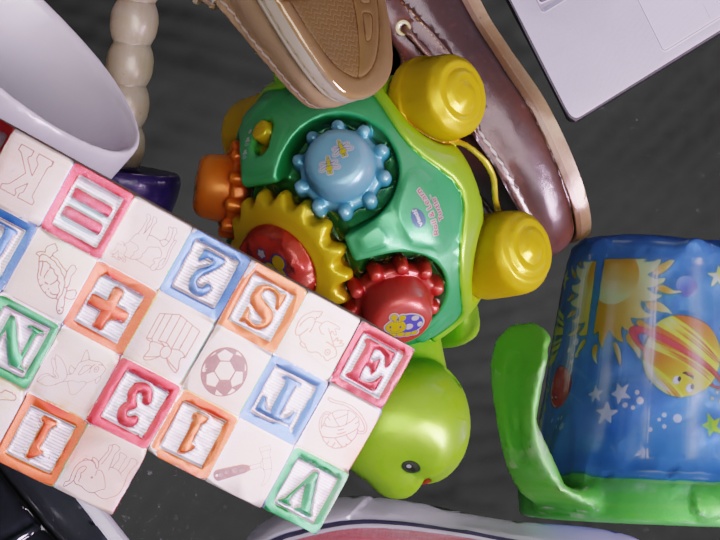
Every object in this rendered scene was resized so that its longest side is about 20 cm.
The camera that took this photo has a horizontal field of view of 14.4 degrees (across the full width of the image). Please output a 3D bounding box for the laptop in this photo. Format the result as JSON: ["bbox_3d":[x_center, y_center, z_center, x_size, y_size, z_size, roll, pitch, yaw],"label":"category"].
[{"bbox_3d":[0.145,-0.195,1.274,0.187,0.116,0.200,-31,104,-12],"label":"laptop"}]

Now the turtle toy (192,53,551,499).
[{"bbox_3d":[0.000,0.000,1.250,0.101,0.145,0.200,-36,108,-42],"label":"turtle toy"}]

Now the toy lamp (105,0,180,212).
[{"bbox_3d":[-0.100,-0.097,1.268,0.058,0.058,0.201,7,97,-14],"label":"toy lamp"}]

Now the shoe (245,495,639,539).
[{"bbox_3d":[0.037,0.161,1.290,0.199,0.091,0.072,4,128,7],"label":"shoe"}]

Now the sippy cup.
[{"bbox_3d":[0.142,0.051,1.317,0.139,0.178,0.131,1,87,14],"label":"sippy cup"}]

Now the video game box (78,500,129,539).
[{"bbox_3d":[-0.156,0.201,1.280,0.182,0.047,0.200,-38,89,-8],"label":"video game box"}]

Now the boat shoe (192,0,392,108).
[{"bbox_3d":[-0.059,-0.149,1.203,0.074,0.069,0.200,-25,83,-49],"label":"boat shoe"}]

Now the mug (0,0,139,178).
[{"bbox_3d":[-0.188,-0.021,1.193,0.175,0.148,0.200,-46,72,15],"label":"mug"}]

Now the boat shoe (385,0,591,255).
[{"bbox_3d":[0.032,-0.089,1.293,0.070,0.070,0.200,-31,95,-20],"label":"boat shoe"}]

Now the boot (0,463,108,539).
[{"bbox_3d":[-0.162,0.182,1.219,0.168,0.076,0.200,-37,81,-9],"label":"boot"}]

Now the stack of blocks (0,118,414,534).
[{"bbox_3d":[-0.092,0.033,1.128,0.200,0.059,0.115,29,90,-28],"label":"stack of blocks"}]
